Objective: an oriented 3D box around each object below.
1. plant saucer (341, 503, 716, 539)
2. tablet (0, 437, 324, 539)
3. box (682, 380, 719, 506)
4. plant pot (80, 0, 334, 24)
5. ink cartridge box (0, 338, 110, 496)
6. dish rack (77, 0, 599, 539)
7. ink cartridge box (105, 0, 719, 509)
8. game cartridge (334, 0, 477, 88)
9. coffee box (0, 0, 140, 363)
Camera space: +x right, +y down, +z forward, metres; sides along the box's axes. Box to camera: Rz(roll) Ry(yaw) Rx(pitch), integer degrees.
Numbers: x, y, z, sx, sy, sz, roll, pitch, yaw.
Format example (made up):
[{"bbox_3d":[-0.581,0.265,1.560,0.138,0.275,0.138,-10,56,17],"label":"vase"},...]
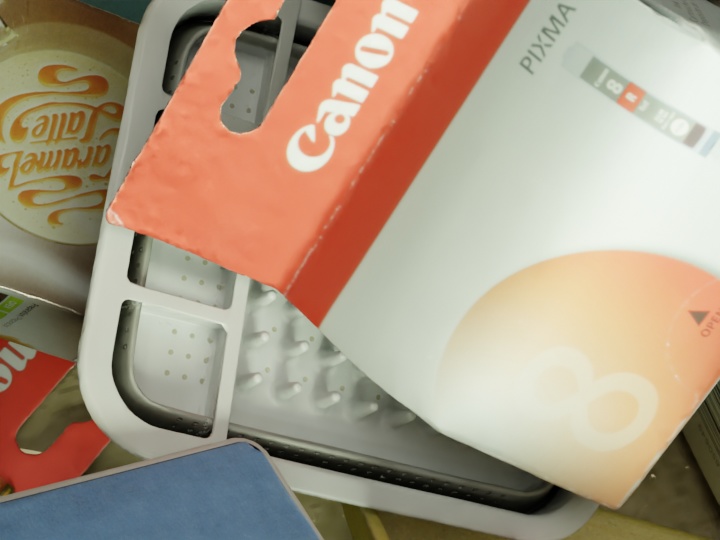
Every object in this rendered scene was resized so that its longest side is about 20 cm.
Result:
[{"bbox_3d":[0.088,0.132,0.754,0.199,0.200,0.049,16,100,-11],"label":"plant saucer"},{"bbox_3d":[-0.083,0.117,0.622,0.199,0.014,0.130,-11,52,-36],"label":"tablet"},{"bbox_3d":[0.227,0.014,0.838,0.199,0.128,0.109,-18,69,-14],"label":"box"},{"bbox_3d":[-0.031,-0.170,0.854,0.199,0.135,0.201,3,71,-9],"label":"plant pot"},{"bbox_3d":[-0.167,-0.007,0.821,0.200,0.047,0.160,38,69,6],"label":"ink cartridge box"},{"bbox_3d":[0.000,0.000,0.761,0.199,0.044,0.173,15,73,-20],"label":"dish rack"},{"bbox_3d":[0.042,-0.028,0.681,0.199,0.163,0.050,23,27,-20],"label":"ink cartridge box"},{"bbox_3d":[0.085,-0.129,0.755,0.199,0.039,0.130,-22,39,-13],"label":"game cartridge"},{"bbox_3d":[-0.079,-0.021,0.800,0.199,0.080,0.115,20,71,-18],"label":"coffee box"}]
